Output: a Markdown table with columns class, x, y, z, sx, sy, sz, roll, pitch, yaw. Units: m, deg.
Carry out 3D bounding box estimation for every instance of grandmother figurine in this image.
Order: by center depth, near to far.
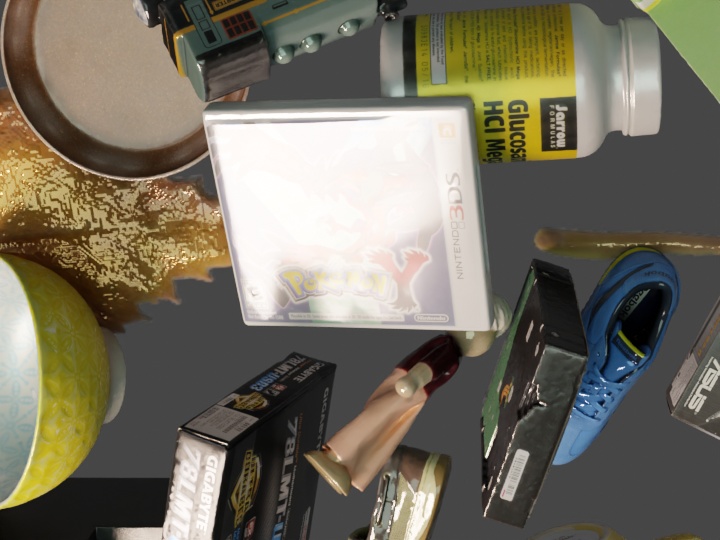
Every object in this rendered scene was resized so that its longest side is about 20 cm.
| class | x | y | z | sx | sy | sz | roll | pitch | yaw |
| --- | --- | --- | --- | --- | --- | --- | --- | --- | --- |
| grandmother figurine | 0.042 | 0.091 | 1.121 | 0.200 | 0.121 | 0.061 | -44 | 98 | -9 |

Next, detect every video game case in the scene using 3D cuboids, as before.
| class | x | y | z | sx | sy | sz | roll | pitch | yaw |
| --- | --- | --- | --- | --- | --- | --- | --- | --- | --- |
| video game case | -0.007 | -0.038 | 1.042 | 0.198 | 0.023 | 0.184 | 1 | 120 | 17 |

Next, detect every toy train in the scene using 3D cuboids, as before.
| class | x | y | z | sx | sy | sz | roll | pitch | yaw |
| --- | --- | --- | --- | --- | --- | --- | --- | --- | --- |
| toy train | -0.061 | -0.202 | 1.022 | 0.199 | 0.085 | 0.115 | -23 | 73 | -13 |

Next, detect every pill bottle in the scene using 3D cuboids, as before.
| class | x | y | z | sx | sy | sz | roll | pitch | yaw |
| --- | --- | --- | --- | --- | --- | --- | --- | --- | --- |
| pill bottle | 0.117 | -0.136 | 1.043 | 0.198 | 0.113 | 0.114 | -3 | 107 | 7 |

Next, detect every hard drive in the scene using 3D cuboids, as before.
| class | x | y | z | sx | sy | sz | roll | pitch | yaw |
| --- | --- | --- | --- | --- | --- | --- | --- | --- | --- |
| hard drive | 0.128 | 0.086 | 1.065 | 0.037 | 0.200 | 0.141 | 17 | 107 | -2 |

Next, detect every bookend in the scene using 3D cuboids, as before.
| class | x | y | z | sx | sy | sz | roll | pitch | yaw |
| --- | --- | --- | --- | --- | --- | --- | --- | --- | --- |
| bookend | -0.210 | 0.248 | 1.149 | 0.198 | 0.199 | 0.093 | -1 | 105 | 5 |

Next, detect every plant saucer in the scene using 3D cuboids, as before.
| class | x | y | z | sx | sy | sz | roll | pitch | yaw |
| --- | --- | --- | --- | --- | --- | --- | --- | --- | --- |
| plant saucer | -0.179 | -0.172 | 1.105 | 0.198 | 0.035 | 0.202 | 1 | 107 | 4 |

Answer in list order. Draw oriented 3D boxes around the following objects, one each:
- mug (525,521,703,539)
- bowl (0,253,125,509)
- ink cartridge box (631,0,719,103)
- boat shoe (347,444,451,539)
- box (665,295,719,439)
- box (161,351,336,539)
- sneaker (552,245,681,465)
| class | x | y | z | sx | sy | sz | roll | pitch | yaw |
| --- | --- | --- | --- | --- | --- | --- | --- | --- | --- |
| mug | 0.196 | 0.287 | 1.172 | 0.149 | 0.186 | 0.155 | -12 | 98 | 43 |
| bowl | -0.253 | 0.086 | 1.140 | 0.107 | 0.200 | 0.202 | 1 | 113 | -38 |
| ink cartridge box | 0.245 | -0.232 | 0.976 | 0.145 | 0.048 | 0.201 | -39 | 55 | 15 |
| boat shoe | 0.021 | 0.235 | 1.195 | 0.064 | 0.073 | 0.202 | 22 | 105 | 10 |
| box | 0.355 | 0.056 | 1.111 | 0.157 | 0.048 | 0.201 | 26 | 108 | -2 |
| box | -0.090 | 0.187 | 1.118 | 0.049 | 0.198 | 0.202 | 17 | 109 | 20 |
| sneaker | 0.189 | 0.076 | 1.121 | 0.065 | 0.079 | 0.201 | 25 | 109 | -4 |
